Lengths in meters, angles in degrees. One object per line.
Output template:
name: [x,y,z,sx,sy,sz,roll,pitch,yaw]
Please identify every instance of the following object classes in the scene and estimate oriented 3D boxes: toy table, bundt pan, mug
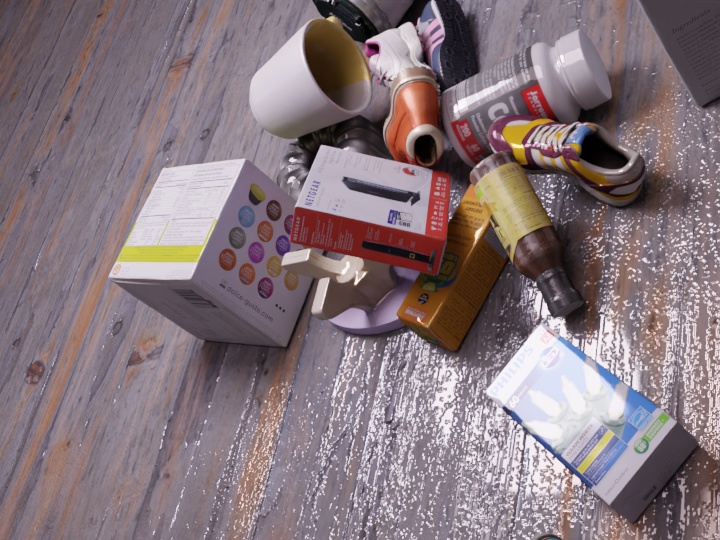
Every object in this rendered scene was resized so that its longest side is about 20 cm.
toy table: [0.000,0.000,1.228,0.199,0.117,0.185,-21,48,31]
bundt pan: [-0.050,-0.163,1.427,0.201,0.076,0.203,-24,47,29]
mug: [-0.077,-0.278,1.394,0.152,0.150,0.186,-24,11,37]

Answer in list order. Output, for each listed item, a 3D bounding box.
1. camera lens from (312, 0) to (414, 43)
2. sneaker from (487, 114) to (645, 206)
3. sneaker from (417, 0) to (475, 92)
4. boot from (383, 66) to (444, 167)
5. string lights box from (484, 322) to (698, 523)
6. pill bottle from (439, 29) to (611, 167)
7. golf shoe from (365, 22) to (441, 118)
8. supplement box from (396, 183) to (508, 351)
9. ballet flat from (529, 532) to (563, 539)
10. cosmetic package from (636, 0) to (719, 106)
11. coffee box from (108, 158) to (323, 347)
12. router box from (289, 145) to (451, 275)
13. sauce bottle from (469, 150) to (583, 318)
camera lens: [0.023,-0.492,1.539,0.160,0.160,0.201,29,81,49]
sneaker: [0.241,-0.149,1.092,0.199,0.090,0.075,23,74,22]
sneaker: [0.124,-0.326,1.413,0.082,0.070,0.202,-46,36,47]
boot: [0.075,-0.171,1.255,0.074,0.200,0.108,-11,66,-2]
string lights box: [0.230,0.150,0.951,0.103,0.059,0.200,-51,40,1]
pill bottle: [0.213,-0.222,1.202,0.199,0.114,0.115,-23,47,28]
golf shoe: [0.062,-0.280,1.365,0.091,0.076,0.201,-11,52,-7]
supplement box: [0.128,-0.006,1.155,0.066,0.069,0.201,17,75,49]
ballet flat: [0.172,0.349,0.865,0.064,0.067,0.202,-47,31,49]
cosmetic package: [0.398,-0.336,1.053,0.164,0.200,0.166,-29,45,23]
coffee box: [-0.202,-0.024,1.364,0.199,0.199,0.199,0,60,43]
router box: [0.018,-0.079,1.142,0.200,0.178,0.049,-78,0,-61]
sauce bottle: [0.194,-0.041,1.076,0.064,0.065,0.201,-32,68,19]
